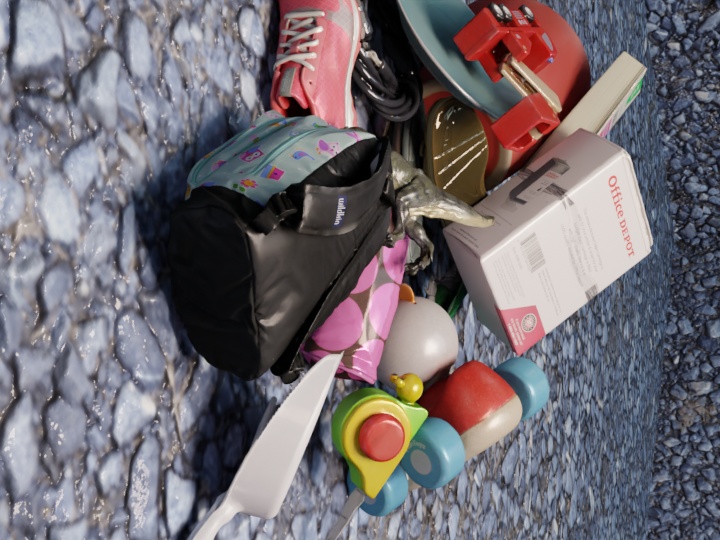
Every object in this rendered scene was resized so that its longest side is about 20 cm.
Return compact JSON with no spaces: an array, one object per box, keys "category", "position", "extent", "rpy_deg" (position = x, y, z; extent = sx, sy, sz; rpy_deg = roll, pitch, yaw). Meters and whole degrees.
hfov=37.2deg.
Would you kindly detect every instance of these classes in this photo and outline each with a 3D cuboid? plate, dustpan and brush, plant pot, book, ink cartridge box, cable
[{"category":"plate","position":[0.093,-0.224,1.076],"extent":[0.199,0.025,0.202],"rpy_deg":[37,32,-28]},{"category":"dustpan and brush","position":[-0.083,0.159,0.807],"extent":[0.140,0.056,0.202],"rpy_deg":[113,0,-56]},{"category":"plant pot","position":[0.144,-0.191,1.233],"extent":[0.178,0.197,0.203],"rpy_deg":[-49,134,-43]},{"category":"book","position":[0.251,-0.149,1.242],"extent":[0.201,0.048,0.134],"rpy_deg":[-52,168,4]},{"category":"ink cartridge box","position":[0.203,-0.033,1.145],"extent":[0.199,0.085,0.147],"rpy_deg":[-35,127,-10]},{"category":"cable","position":[0.024,-0.238,1.057],"extent":[0.165,0.050,0.201],"rpy_deg":[62,21,-17]}]

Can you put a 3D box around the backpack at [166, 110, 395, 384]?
[{"category":"backpack","position":[-0.055,-0.038,0.798],"extent":[0.200,0.125,0.169],"rpy_deg":[-47,153,-43]}]

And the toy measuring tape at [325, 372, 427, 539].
[{"category":"toy measuring tape","position":[-0.013,0.171,0.944],"extent":[0.201,0.073,0.074],"rpy_deg":[-55,149,-5]}]

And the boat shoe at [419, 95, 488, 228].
[{"category":"boat shoe","position":[0.096,-0.103,1.129],"extent":[0.073,0.063,0.202],"rpy_deg":[-37,137,-13]}]

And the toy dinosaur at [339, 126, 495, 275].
[{"category":"toy dinosaur","position":[0.044,-0.051,0.921],"extent":[0.198,0.047,0.090],"rpy_deg":[28,66,-31]}]

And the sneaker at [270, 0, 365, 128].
[{"category":"sneaker","position":[-0.042,-0.174,0.915],"extent":[0.087,0.072,0.204],"rpy_deg":[-23,111,-64]}]

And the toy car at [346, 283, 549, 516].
[{"category":"toy car","position":[0.053,0.104,1.076],"extent":[0.183,0.177,0.202],"rpy_deg":[-25,81,-43]}]

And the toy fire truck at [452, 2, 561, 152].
[{"category":"toy fire truck","position":[0.160,-0.194,1.064],"extent":[0.142,0.049,0.199],"rpy_deg":[57,30,7]}]

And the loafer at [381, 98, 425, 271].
[{"category":"loafer","position":[0.032,-0.097,1.110],"extent":[0.072,0.062,0.204],"rpy_deg":[51,40,-63]}]

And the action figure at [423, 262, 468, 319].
[{"category":"action figure","position":[0.082,0.044,1.199],"extent":[0.201,0.054,0.118],"rpy_deg":[-58,-177,-31]}]

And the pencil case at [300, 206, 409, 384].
[{"category":"pencil case","position":[0.000,0.000,0.969],"extent":[0.090,0.093,0.203],"rpy_deg":[25,73,-28]}]

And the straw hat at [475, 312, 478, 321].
[{"category":"straw hat","position":[0.180,-0.041,1.354],"extent":[0.201,0.083,0.205],"rpy_deg":[-4,90,-86]}]
